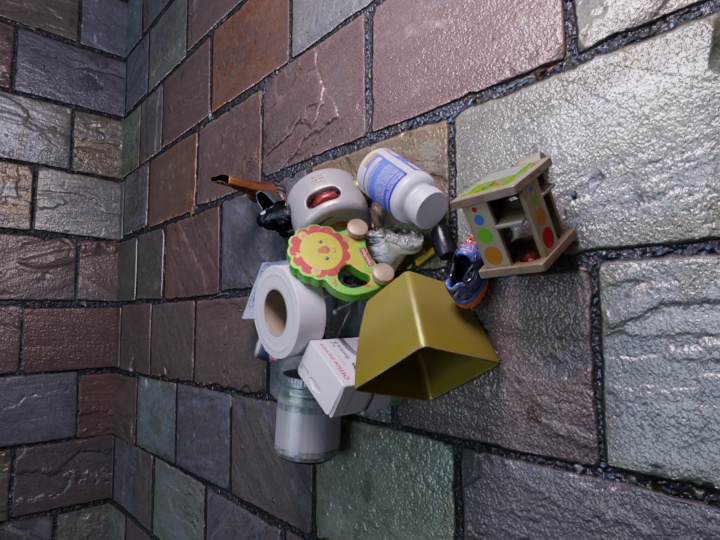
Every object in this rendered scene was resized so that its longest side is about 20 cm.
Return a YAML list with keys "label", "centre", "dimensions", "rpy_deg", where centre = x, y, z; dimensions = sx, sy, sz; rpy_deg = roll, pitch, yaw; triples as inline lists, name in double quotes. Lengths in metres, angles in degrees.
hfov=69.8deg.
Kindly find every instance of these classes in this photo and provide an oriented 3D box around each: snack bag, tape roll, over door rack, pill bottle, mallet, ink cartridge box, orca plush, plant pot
- label: "snack bag"
  centre: [-0.261, 0.055, 1.487]
  dimensions: [0.199, 0.021, 0.191]
  rpy_deg: [-5, 62, 51]
- label: "tape roll"
  centre: [-0.159, 0.089, 1.131]
  dimensions: [0.201, 0.070, 0.205]
  rpy_deg: [5, 96, 51]
- label: "over door rack"
  centre: [-0.088, 0.102, 1.297]
  dimensions: [0.147, 0.066, 0.202]
  rpy_deg: [32, 111, 46]
- label: "pill bottle"
  centre: [0.088, -0.169, 1.082]
  dimensions: [0.200, 0.111, 0.113]
  rpy_deg: [45, 120, 41]
- label: "mallet"
  centre: [0.123, -0.029, 1.092]
  dimensions: [0.199, 0.041, 0.067]
  rpy_deg: [-31, 62, 48]
- label: "ink cartridge box"
  centre: [-0.010, 0.219, 1.096]
  dimensions: [0.145, 0.198, 0.085]
  rpy_deg: [44, 119, 41]
- label: "orca plush"
  centre: [-0.189, -0.121, 1.360]
  dimensions: [0.198, 0.071, 0.106]
  rpy_deg: [17, 117, 7]
- label: "plant pot"
  centre: [0.111, 0.121, 0.986]
  dimensions: [0.200, 0.198, 0.178]
  rpy_deg: [-40, 45, 39]

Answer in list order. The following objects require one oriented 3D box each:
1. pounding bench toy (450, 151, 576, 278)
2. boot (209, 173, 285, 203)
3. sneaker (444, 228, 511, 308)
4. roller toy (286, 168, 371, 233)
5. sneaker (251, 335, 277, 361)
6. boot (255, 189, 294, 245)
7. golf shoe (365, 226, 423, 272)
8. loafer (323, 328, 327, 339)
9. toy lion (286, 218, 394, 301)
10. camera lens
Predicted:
- label: "pounding bench toy"
  centre: [0.277, -0.093, 0.861]
  dimensions: [0.124, 0.199, 0.157]
  rpy_deg: [-9, 112, 50]
- label: "boot"
  centre: [-0.351, -0.241, 1.527]
  dimensions: [0.187, 0.198, 0.069]
  rpy_deg: [18, 100, 48]
- label: "sneaker"
  centre: [0.212, -0.032, 0.935]
  dimensions: [0.075, 0.078, 0.202]
  rpy_deg: [16, 83, 42]
- label: "roller toy"
  centre: [-0.075, -0.142, 1.213]
  dimensions: [0.200, 0.181, 0.141]
  rpy_deg: [-48, 51, 35]
- label: "sneaker"
  centre: [-0.239, 0.163, 1.479]
  dimensions: [0.202, 0.081, 0.070]
  rpy_deg: [-67, 11, -5]
- label: "boot"
  centre: [-0.227, -0.137, 1.434]
  dimensions: [0.074, 0.097, 0.202]
  rpy_deg: [-34, 73, 23]
- label: "golf shoe"
  centre: [0.079, -0.039, 1.109]
  dimensions: [0.200, 0.077, 0.099]
  rpy_deg: [-162, 62, -67]
- label: "loafer"
  centre: [-0.121, 0.095, 1.240]
  dimensions: [0.201, 0.063, 0.072]
  rpy_deg: [57, 170, 1]
- label: "toy lion"
  centre: [-0.053, -0.018, 1.088]
  dimensions: [0.201, 0.190, 0.069]
  rpy_deg: [60, 154, 27]
- label: "camera lens"
  centre: [-0.124, 0.352, 1.247]
  dimensions: [0.159, 0.159, 0.203]
  rpy_deg: [3, 89, 49]
